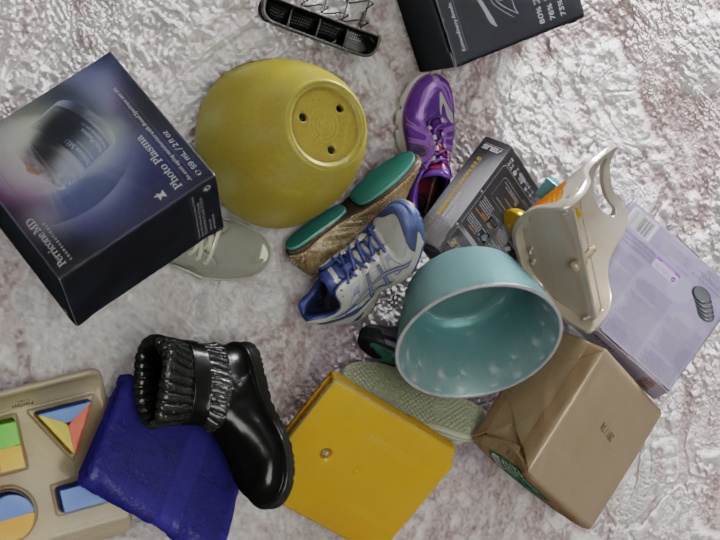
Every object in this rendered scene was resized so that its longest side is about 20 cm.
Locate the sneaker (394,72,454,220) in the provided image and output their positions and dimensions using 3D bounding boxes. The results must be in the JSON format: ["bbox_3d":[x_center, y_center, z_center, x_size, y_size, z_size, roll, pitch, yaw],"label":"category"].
[{"bbox_3d":[0.090,-0.142,1.707,0.080,0.083,0.202,3,92,-23],"label":"sneaker"}]

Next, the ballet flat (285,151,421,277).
[{"bbox_3d":[0.000,-0.063,1.679,0.199,0.071,0.065,-36,118,1],"label":"ballet flat"}]

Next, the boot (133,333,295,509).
[{"bbox_3d":[-0.169,0.173,1.568,0.157,0.079,0.212,5,59,-51],"label":"boot"}]

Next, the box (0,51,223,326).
[{"bbox_3d":[-0.284,-0.087,1.481,0.198,0.123,0.200,-36,70,-16],"label":"box"}]

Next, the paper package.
[{"bbox_3d":[0.265,0.198,1.762,0.191,0.103,0.200,-57,136,-10],"label":"paper package"}]

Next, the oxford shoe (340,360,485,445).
[{"bbox_3d":[0.060,0.171,1.731,0.199,0.058,0.076,22,57,-17],"label":"oxford shoe"}]

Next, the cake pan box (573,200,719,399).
[{"bbox_3d":[0.365,0.034,1.809,0.200,0.052,0.184,40,64,-1],"label":"cake pan box"}]

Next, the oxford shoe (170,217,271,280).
[{"bbox_3d":[-0.192,-0.033,1.600,0.199,0.058,0.076,16,85,-25],"label":"oxford shoe"}]

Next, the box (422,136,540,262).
[{"bbox_3d":[0.165,-0.042,1.725,0.159,0.048,0.200,-53,135,-11],"label":"box"}]

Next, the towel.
[{"bbox_3d":[-0.223,0.226,1.595,0.200,0.049,0.148,37,54,-28],"label":"towel"}]

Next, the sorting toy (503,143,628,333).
[{"bbox_3d":[0.276,-0.062,1.723,0.180,0.106,0.201,-44,134,-30],"label":"sorting toy"}]

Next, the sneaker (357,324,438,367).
[{"bbox_3d":[0.083,0.084,1.737,0.199,0.074,0.088,23,71,-32],"label":"sneaker"}]

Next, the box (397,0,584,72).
[{"bbox_3d":[0.152,-0.345,1.707,0.199,0.104,0.149,-22,102,-20],"label":"box"}]

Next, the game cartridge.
[{"bbox_3d":[-0.006,0.236,1.688,0.199,0.032,0.177,32,106,-24],"label":"game cartridge"}]

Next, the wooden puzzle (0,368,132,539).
[{"bbox_3d":[-0.359,0.226,1.560,0.184,0.046,0.202,-13,99,-22],"label":"wooden puzzle"}]

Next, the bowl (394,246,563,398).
[{"bbox_3d":[0.128,0.049,1.638,0.199,0.105,0.202,-7,137,-7],"label":"bowl"}]

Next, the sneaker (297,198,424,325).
[{"bbox_3d":[0.000,0.000,1.622,0.088,0.200,0.075,-10,54,-45],"label":"sneaker"}]

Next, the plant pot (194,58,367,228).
[{"bbox_3d":[-0.070,-0.156,1.587,0.199,0.142,0.202,3,84,-29],"label":"plant pot"}]

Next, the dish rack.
[{"bbox_3d":[-0.034,-0.367,1.653,0.153,0.054,0.201,16,87,-24],"label":"dish rack"}]
